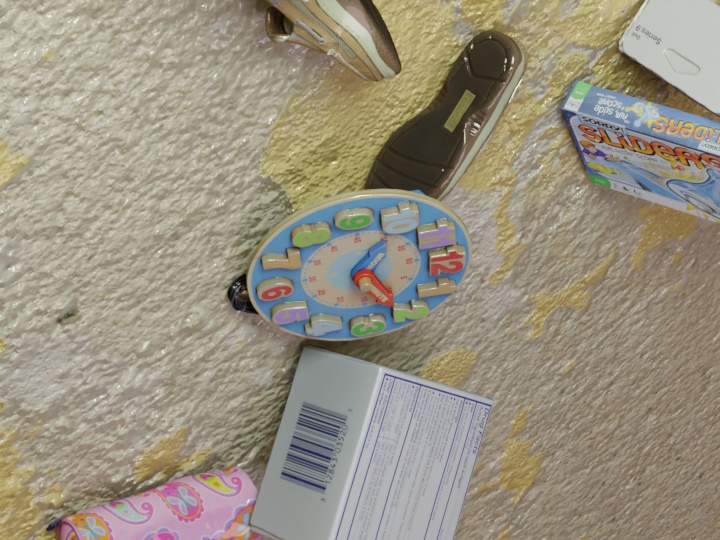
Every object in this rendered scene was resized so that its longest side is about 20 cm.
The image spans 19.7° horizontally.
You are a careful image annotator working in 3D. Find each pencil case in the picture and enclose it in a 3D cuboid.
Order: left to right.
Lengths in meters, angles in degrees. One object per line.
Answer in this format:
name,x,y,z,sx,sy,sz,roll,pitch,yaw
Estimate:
pencil case,-0.188,0.244,1.926,0.199,0.088,0.088,-16,138,-31

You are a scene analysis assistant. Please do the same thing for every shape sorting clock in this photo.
shape sorting clock,0.000,0.000,1.798,0.198,0.039,0.201,-11,142,-9

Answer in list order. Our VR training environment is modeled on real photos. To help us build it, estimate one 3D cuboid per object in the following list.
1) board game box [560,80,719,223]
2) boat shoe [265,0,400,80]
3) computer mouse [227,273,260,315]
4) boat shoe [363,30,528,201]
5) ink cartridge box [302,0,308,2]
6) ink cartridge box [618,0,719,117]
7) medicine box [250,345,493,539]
board game box,0.292,-0.101,1.912,0.035,0.199,0.136,-60,149,-18
boat shoe,-0.039,-0.202,1.595,0.076,0.072,0.200,-31,139,10
computer mouse,-0.033,0.016,1.867,0.199,0.034,0.059,-9,135,-37
boat shoe,0.083,-0.115,1.812,0.200,0.072,0.076,-49,160,14
ink cartridge box,-0.078,-0.300,1.398,0.129,0.125,0.200,-47,145,8
ink cartridge box,0.352,-0.179,1.920,0.199,0.145,0.088,18,107,-51
medicine box,0.014,0.184,1.974,0.199,0.102,0.184,20,86,-52
